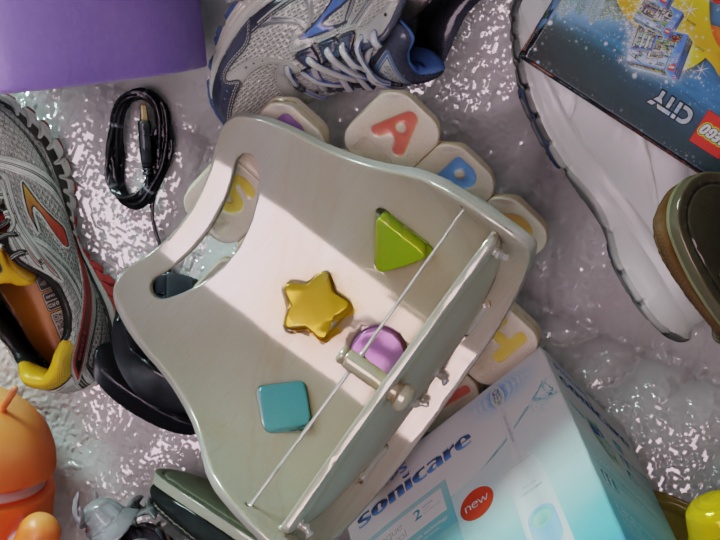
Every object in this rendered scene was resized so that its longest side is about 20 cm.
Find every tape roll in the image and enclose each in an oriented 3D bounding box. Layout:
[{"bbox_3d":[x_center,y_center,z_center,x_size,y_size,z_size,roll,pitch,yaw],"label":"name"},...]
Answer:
[{"bbox_3d":[-0.183,-0.140,0.926,0.198,0.200,0.086,-2,101,18],"label":"tape roll"}]

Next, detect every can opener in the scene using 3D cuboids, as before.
[{"bbox_3d":[-0.054,0.073,0.984,0.199,0.079,0.064,24,68,-4],"label":"can opener"}]

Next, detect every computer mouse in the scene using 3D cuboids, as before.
[{"bbox_3d":[-0.118,-0.005,1.019,0.058,0.034,0.202,-9,97,20],"label":"computer mouse"}]

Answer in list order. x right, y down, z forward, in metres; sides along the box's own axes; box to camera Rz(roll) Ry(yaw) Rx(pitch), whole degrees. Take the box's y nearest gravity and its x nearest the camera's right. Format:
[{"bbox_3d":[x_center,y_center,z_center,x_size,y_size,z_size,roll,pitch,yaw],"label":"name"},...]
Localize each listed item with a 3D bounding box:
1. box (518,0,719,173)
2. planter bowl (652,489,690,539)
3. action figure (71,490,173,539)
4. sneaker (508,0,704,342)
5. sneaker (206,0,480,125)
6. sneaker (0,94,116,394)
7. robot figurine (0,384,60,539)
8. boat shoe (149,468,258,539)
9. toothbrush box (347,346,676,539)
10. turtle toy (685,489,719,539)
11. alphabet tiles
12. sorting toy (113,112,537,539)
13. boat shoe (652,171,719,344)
[{"bbox_3d":[0.197,-0.110,0.855,0.199,0.038,0.137,32,96,-4],"label":"box"},{"bbox_3d":[0.135,0.226,0.954,0.199,0.083,0.202,4,102,18],"label":"planter bowl"},{"bbox_3d":[-0.114,0.213,1.015,0.069,0.130,0.201,-25,103,20],"label":"action figure"},{"bbox_3d":[0.144,-0.065,0.912,0.087,0.075,0.201,-31,96,9],"label":"sneaker"},{"bbox_3d":[0.001,-0.128,0.918,0.200,0.077,0.086,-38,57,22],"label":"sneaker"},{"bbox_3d":[-0.202,-0.021,1.017,0.078,0.082,0.201,-30,89,21],"label":"sneaker"},{"bbox_3d":[-0.241,0.154,1.046,0.116,0.144,0.202,5,103,-12],"label":"robot figurine"},{"bbox_3d":[-0.045,0.186,1.010,0.198,0.075,0.066,29,98,3],"label":"boat shoe"},{"bbox_3d":[0.083,0.158,0.883,0.146,0.200,0.085,-38,119,14],"label":"toothbrush box"},{"bbox_3d":[0.260,0.169,0.876,0.199,0.101,0.147,-17,103,-12],"label":"turtle toy"},{"bbox_3d":[0.000,0.000,0.957,0.200,0.015,0.195,43,122,-8],"label":"alphabet tiles"},{"bbox_3d":[-0.031,0.015,0.907,0.180,0.107,0.201,37,96,12],"label":"sorting toy"},{"bbox_3d":[0.203,0.028,0.862,0.200,0.072,0.068,42,157,-22],"label":"boat shoe"}]
